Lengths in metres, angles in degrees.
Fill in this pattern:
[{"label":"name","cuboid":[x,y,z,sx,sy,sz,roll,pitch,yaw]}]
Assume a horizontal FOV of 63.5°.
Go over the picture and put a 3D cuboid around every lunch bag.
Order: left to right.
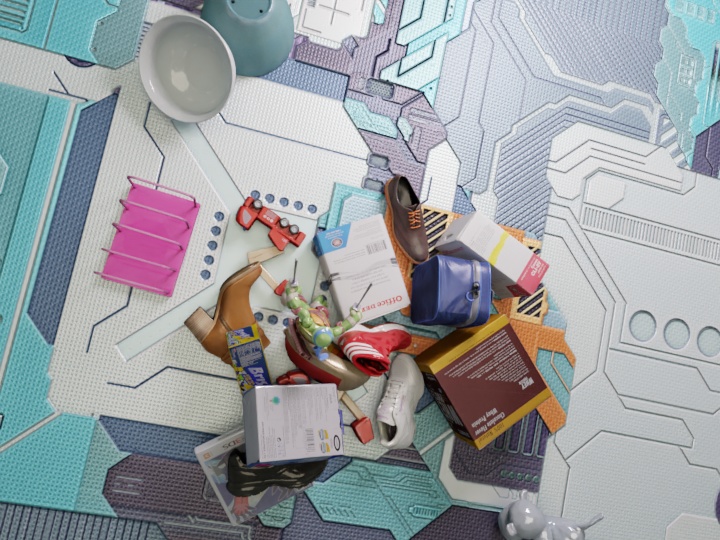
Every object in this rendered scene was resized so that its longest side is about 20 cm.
[{"label":"lunch bag","cuboid":[0.195,0.047,1.202,0.132,0.200,0.136,6,80,-13]}]

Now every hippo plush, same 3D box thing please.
[{"label":"hippo plush","cuboid":[0.372,0.565,1.221,0.161,0.200,0.160,25,60,-1]}]

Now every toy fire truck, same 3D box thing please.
[{"label":"toy fire truck","cuboid":[-0.187,-0.044,1.204,0.200,0.049,0.141,34,82,-7]},{"label":"toy fire truck","cuboid":[-0.073,0.282,1.199,0.141,0.049,0.200,-25,90,-14]}]

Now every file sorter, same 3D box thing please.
[{"label":"file sorter","cuboid":[-0.408,-0.065,1.119,0.139,0.125,0.200,17,83,-11]}]

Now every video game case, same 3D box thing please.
[{"label":"video game case","cuboid":[-0.203,0.388,1.148,0.182,0.023,0.200,-23,115,-12]}]

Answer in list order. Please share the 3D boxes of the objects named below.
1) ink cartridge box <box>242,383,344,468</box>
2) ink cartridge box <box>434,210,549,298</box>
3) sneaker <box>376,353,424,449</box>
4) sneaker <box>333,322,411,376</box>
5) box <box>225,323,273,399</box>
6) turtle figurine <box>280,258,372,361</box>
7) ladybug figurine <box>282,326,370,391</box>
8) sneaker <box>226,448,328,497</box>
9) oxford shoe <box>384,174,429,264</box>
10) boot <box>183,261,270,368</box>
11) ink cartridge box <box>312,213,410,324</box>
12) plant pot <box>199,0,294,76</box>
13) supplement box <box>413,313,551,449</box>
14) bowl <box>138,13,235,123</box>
[{"label":"ink cartridge box","cuboid":[-0.111,0.287,1.087,0.200,0.076,0.137,4,67,-29]},{"label":"ink cartridge box","cuboid":[0.278,-0.031,1.252,0.200,0.145,0.084,36,79,-8]},{"label":"sneaker","cuboid":[0.080,0.274,1.210,0.100,0.075,0.201,12,80,-56]},{"label":"sneaker","cuboid":[0.044,0.169,1.177,0.200,0.116,0.078,4,128,-37]},{"label":"box","cuboid":[-0.207,0.212,1.137,0.064,0.070,0.200,-15,113,-12]},{"label":"turtle figurine","cuboid":[-0.072,0.056,1.101,0.144,0.194,0.201,-7,103,-19]},{"label":"ladybug figurine","cuboid":[-0.074,0.178,1.176,0.200,0.136,0.072,32,103,10]},{"label":"sneaker","cuboid":[-0.156,0.365,1.108,0.200,0.076,0.091,-7,104,-21]},{"label":"oxford shoe","cuboid":[0.104,-0.110,1.257,0.071,0.073,0.200,-21,91,-13]},{"label":"boot","cuboid":[-0.233,0.093,1.174,0.200,0.074,0.155,-44,102,1]},{"label":"ink cartridge box","cuboid":[0.000,0.000,1.222,0.146,0.086,0.200,-18,92,-12]},{"label":"plant pot","cuboid":[-0.227,-0.518,1.183,0.200,0.135,0.201,1,86,-12]},{"label":"supplement box","cuboid":[0.252,0.228,1.236,0.197,0.133,0.200,-32,93,-12]},{"label":"bowl","cuboid":[-0.327,-0.400,1.157,0.201,0.090,0.202,5,112,13]}]
